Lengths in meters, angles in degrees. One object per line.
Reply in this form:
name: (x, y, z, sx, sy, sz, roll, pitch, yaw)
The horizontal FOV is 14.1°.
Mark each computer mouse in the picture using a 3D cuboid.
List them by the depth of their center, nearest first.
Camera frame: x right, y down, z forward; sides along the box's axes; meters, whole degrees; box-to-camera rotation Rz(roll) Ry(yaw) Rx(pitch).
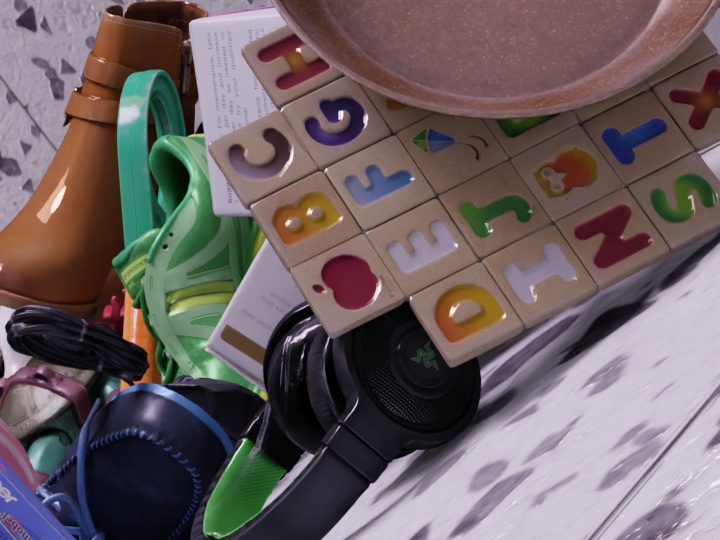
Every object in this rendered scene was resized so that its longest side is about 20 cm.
computer mouse: (-0.094, 0.048, 1.294, 0.058, 0.200, 0.034, -2, 68, 25)

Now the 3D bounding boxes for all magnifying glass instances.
magnifying glass: (-0.109, -0.012, 1.512, 0.022, 0.201, 0.080, -3, -27, 12)

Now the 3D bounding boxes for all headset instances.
headset: (-0.007, 0.032, 1.170, 0.200, 0.094, 0.123, -52, 13, -14)

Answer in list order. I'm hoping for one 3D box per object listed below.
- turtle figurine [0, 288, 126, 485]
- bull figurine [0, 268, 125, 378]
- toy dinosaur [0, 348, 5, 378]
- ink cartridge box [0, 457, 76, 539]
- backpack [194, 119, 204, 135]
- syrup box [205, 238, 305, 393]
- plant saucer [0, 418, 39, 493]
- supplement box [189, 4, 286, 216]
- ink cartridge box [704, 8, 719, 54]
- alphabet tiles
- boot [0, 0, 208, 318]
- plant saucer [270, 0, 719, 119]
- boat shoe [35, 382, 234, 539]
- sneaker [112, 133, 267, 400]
turtle figurine: (-0.153, 0.091, 1.545, 0.150, 0.101, 0.200, -33, 15, 51)
bull figurine: (-0.133, 0.034, 1.683, 0.065, 0.122, 0.200, -34, 8, 30)
toy dinosaur: (-0.223, 0.123, 1.715, 0.199, 0.102, 0.136, -9, 38, 27)
ink cartridge box: (-0.179, 0.136, 1.246, 0.200, 0.119, 0.042, -31, 16, 42)
backpack: (-0.002, -0.075, 1.606, 0.200, 0.153, 0.176, -35, 12, 35)
syrup box: (0.019, -0.035, 1.256, 0.200, 0.081, 0.079, -60, -4, 13)
plant saucer: (-0.241, 0.144, 1.373, 0.200, 0.201, 0.051, -37, 42, 1)
supplement box: (0.025, -0.082, 1.387, 0.200, 0.104, 0.101, -1, 10, 44)
ink cartridge box: (0.152, -0.119, 1.476, 0.116, 0.068, 0.200, -30, 9, 43)
alphabet tiles: (0.050, -0.055, 1.156, 0.200, 0.167, 0.006, -27, -25, -13)
boot: (-0.147, -0.065, 1.584, 0.200, 0.074, 0.155, -42, -29, -66)
plant saucer: (0.054, -0.138, 1.178, 0.200, 0.200, 0.037, -40, -23, -20)
boat shoe: (-0.110, 0.117, 1.291, 0.069, 0.084, 0.200, -51, -3, -33)
sneaker: (-0.086, 0.021, 1.448, 0.074, 0.083, 0.201, 133, 145, -52)
